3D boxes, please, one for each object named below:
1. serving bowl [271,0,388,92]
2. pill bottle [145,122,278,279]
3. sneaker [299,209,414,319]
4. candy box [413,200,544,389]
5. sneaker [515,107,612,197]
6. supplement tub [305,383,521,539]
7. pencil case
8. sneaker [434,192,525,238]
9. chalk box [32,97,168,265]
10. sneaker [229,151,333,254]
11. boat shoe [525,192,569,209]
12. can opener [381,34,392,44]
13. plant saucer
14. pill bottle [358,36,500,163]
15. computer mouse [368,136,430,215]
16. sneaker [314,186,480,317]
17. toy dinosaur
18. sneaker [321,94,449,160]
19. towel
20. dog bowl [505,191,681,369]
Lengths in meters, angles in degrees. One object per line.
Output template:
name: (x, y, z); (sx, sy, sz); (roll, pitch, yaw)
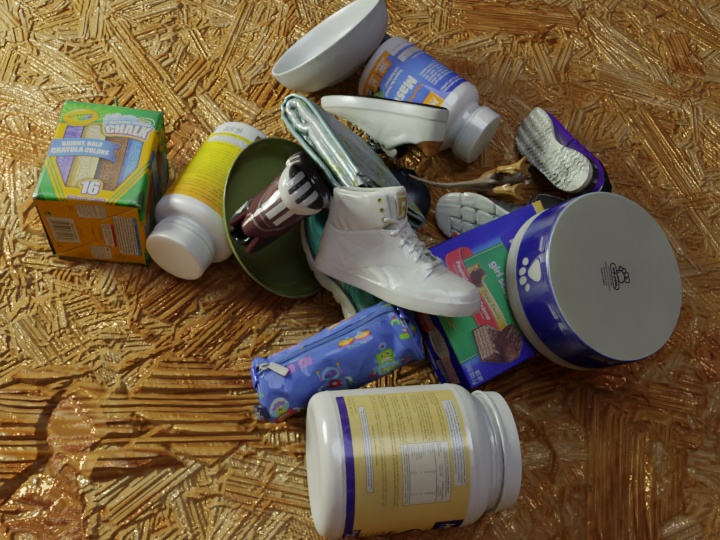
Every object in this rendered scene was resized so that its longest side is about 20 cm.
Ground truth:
serving bowl: (-0.036, -0.331, 1.093); (0.066, 0.199, 0.201); (52, 51, -27)
pill bottle: (-0.185, -0.087, 0.918); (0.109, 0.110, 0.201); (23, 55, 6)
sneaker: (0.000, 0.000, 0.892); (0.077, 0.080, 0.200); (-23, 73, -45)
candy box: (0.164, 0.032, 0.888); (0.199, 0.077, 0.170); (-23, 86, -24)
sneaker: (0.310, -0.166, 1.092); (0.099, 0.070, 0.201); (18, 33, -32)
supplement tub: (0.049, 0.192, 0.748); (0.199, 0.146, 0.146); (-1, 56, -11)
pencil case: (-0.028, 0.097, 0.800); (0.199, 0.087, 0.078); (-23, 53, -1)
sneaker: (0.202, -0.061, 1.007); (0.199, 0.078, 0.082); (17, 16, 15)
chalk box: (-0.312, -0.126, 0.913); (0.123, 0.125, 0.201); (6, 56, -6)
sneaker: (-0.097, -0.075, 0.838); (0.115, 0.200, 0.076); (-35, 94, 10)
boat shoe: (0.333, -0.067, 1.024); (0.199, 0.065, 0.073); (23, 57, 7)
can opener: (0.094, -0.314, 1.170); (0.200, 0.053, 0.067); (43, 27, 19)
plant saucer: (-0.098, -0.064, 0.905); (0.199, 0.031, 0.201); (12, 74, -47)
pill bottle: (0.104, -0.249, 1.077); (0.200, 0.112, 0.112); (38, 58, 15)
computer mouse: (0.055, -0.157, 1.055); (0.058, 0.034, 0.201); (-11, 58, -16)
sneaker: (0.045, -0.030, 0.785); (0.199, 0.116, 0.074); (20, 20, 21)
toy dinosaur: (0.179, -0.119, 1.015); (0.199, 0.106, 0.061); (-8, 91, -37)
sneaker: (0.025, -0.203, 1.028); (0.199, 0.085, 0.073); (18, 21, 29)
towel: (-0.009, -0.135, 0.952); (0.048, 0.171, 0.200); (-42, 53, 14)
dog bowl: (0.274, 0.013, 0.850); (0.199, 0.079, 0.202); (6, 76, -23)
